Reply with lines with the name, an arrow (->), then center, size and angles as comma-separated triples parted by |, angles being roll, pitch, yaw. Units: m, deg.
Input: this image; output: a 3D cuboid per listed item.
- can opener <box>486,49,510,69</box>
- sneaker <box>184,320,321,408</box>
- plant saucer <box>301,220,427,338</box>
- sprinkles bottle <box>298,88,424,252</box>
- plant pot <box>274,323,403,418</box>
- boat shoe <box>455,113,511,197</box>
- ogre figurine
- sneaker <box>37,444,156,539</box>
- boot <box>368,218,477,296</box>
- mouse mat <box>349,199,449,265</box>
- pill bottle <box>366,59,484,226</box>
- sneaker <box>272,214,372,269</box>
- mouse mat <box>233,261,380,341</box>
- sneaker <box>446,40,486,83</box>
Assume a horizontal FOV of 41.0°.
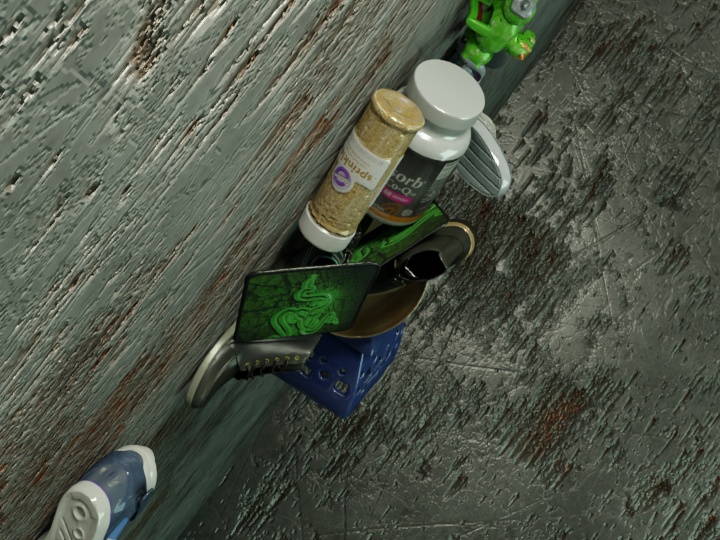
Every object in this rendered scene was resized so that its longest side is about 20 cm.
can opener -> 0.205, -0.358, 1.340 | 0.054, 0.066, 0.200 | -64, -178, -29
sneaker -> -0.139, 0.122, 1.276 | 0.200, 0.106, 0.075 | -51, 176, -27
plant saucer -> 0.000, 0.000, 1.395 | 0.201, 0.199, 0.036 | -53, -158, 13
sprinkles bottle -> -0.001, -0.113, 1.116 | 0.201, 0.068, 0.068 | -56, 174, 34
plant pot -> -0.035, 0.084, 1.578 | 0.200, 0.199, 0.181 | -48, 167, -46
boat shoe -> 0.145, -0.181, 1.248 | 0.066, 0.201, 0.074 | -16, 152, -34
ogre figurine -> 0.183, -0.329, 1.228 | 0.199, 0.098, 0.121 | -15, -140, 44
sneaker -> -0.294, 0.286, 1.092 | 0.201, 0.080, 0.146 | -61, 169, 25
boot -> 0.044, -0.005, 1.261 | 0.199, 0.078, 0.138 | -26, -174, 26
mouse mat -> 0.022, -0.032, 1.277 | 0.199, 0.008, 0.161 | -31, -163, 3
pill bottle -> 0.069, -0.158, 1.204 | 0.116, 0.116, 0.201 | -49, 174, -42
sneaker -> -0.031, -0.031, 1.257 | 0.079, 0.076, 0.201 | 8, -125, 53
mouse mat -> -0.070, 0.041, 1.176 | 0.159, 0.008, 0.200 | -5, 156, -15
sneaker -> 0.133, -0.266, 1.436 | 0.087, 0.075, 0.200 | -39, 164, -6
